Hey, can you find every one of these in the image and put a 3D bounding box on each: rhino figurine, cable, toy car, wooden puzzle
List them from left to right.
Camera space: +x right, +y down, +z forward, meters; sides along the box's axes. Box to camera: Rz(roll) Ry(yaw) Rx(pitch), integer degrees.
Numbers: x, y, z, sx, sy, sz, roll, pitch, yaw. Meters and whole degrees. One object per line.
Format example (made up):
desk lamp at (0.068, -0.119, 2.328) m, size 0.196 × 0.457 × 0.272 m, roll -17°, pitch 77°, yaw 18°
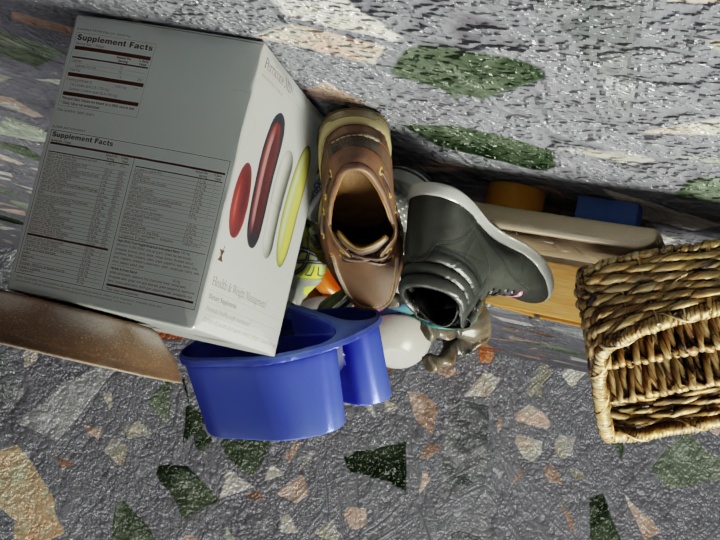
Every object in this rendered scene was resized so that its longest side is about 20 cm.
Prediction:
cable at (0.000, 0.000, 1.068) m, size 0.097 × 0.050 × 0.200 m, roll -10°, pitch 158°, yaw -6°
toy car at (0.018, 0.011, 1.412) m, size 0.199 × 0.175 × 0.150 m, roll 14°, pitch 137°, yaw -5°
rhino figurine at (0.069, 0.010, 1.208) m, size 0.087 × 0.200 × 0.060 m, roll -15°, pitch 150°, yaw -26°
wooden puzzle at (0.188, -0.040, 1.034) m, size 0.185 × 0.046 × 0.200 m, roll 11°, pitch 177°, yaw 22°

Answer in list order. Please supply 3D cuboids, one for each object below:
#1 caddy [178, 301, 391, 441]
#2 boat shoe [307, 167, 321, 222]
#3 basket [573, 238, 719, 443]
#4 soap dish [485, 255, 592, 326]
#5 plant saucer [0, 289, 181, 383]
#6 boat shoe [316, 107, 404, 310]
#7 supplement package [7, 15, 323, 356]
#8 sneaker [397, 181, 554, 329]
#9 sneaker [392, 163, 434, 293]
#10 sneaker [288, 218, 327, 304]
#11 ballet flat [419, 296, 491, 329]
caddy at (-0.067, 0.077, 1.006) m, size 0.200 × 0.105 × 0.141 m, roll -5°, pitch -166°, yaw 41°
boat shoe at (-0.030, -0.078, 1.048) m, size 0.066 × 0.072 × 0.200 m, roll 42°, pitch -167°, yaw 12°
basket at (0.286, 0.057, 0.942) m, size 0.199 × 0.150 × 0.143 m, roll -9°, pitch 168°, yaw 7°
soap dish at (0.231, 0.020, 1.212) m, size 0.200 × 0.082 × 0.157 m, roll 12°, pitch 178°, yaw 37°
plant saucer at (-0.222, 0.042, 0.820) m, size 0.200 × 0.037 × 0.200 m, roll 13°, pitch 173°, yaw 2°
boat shoe at (-0.002, -0.034, 0.918) m, size 0.072 × 0.068 × 0.200 m, roll -4°, pitch 136°, yaw 3°
supplement package at (-0.133, -0.055, 0.856) m, size 0.147 × 0.201 × 0.191 m, roll 11°, pitch 173°, yaw 14°
sneaker at (0.094, 0.013, 0.959) m, size 0.071 × 0.099 × 0.200 m, roll 0°, pitch 157°, yaw 40°
sneaker at (0.049, -0.055, 1.061) m, size 0.078 × 0.080 × 0.200 m, roll 26°, pitch 156°, yaw 12°
sneaker at (-0.075, -0.032, 1.046) m, size 0.075 × 0.076 × 0.200 m, roll 41°, pitch 166°, yaw 19°
ballet flat at (0.094, 0.004, 1.072) m, size 0.068 × 0.073 × 0.200 m, roll 12°, pitch -170°, yaw 16°
